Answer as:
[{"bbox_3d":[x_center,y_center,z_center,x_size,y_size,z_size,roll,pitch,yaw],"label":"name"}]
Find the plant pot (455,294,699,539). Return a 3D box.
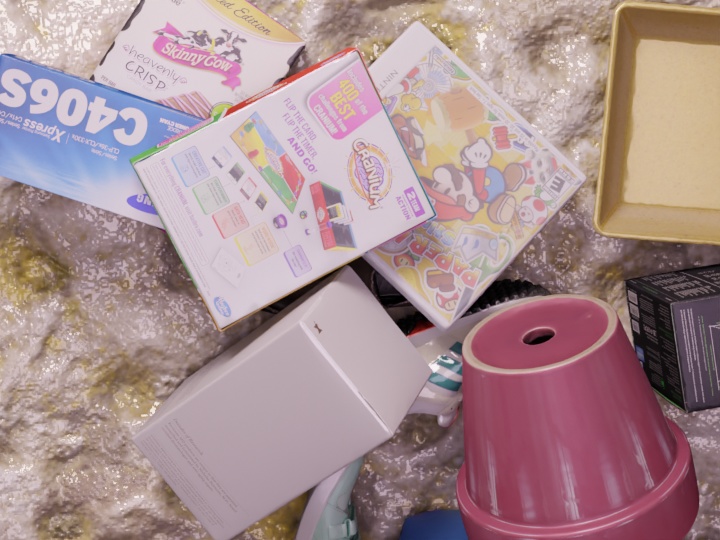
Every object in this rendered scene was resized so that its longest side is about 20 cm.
[{"bbox_3d":[0.163,0.127,1.333,0.200,0.200,0.179,-17,114,-1],"label":"plant pot"}]

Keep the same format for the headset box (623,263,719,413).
[{"bbox_3d":[0.340,0.043,1.366,0.200,0.174,0.093,-10,97,-3],"label":"headset box"}]

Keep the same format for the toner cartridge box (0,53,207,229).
[{"bbox_3d":[-0.206,-0.100,1.326,0.200,0.043,0.095,18,97,-5],"label":"toner cartridge box"}]

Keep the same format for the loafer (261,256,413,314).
[{"bbox_3d":[0.000,0.000,1.395,0.200,0.071,0.073,-8,97,-2],"label":"loafer"}]

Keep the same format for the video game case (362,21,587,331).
[{"bbox_3d":[0.059,-0.081,1.373,0.200,0.023,0.182,43,77,3],"label":"video game case"}]

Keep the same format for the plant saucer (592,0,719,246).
[{"bbox_3d":[0.302,-0.123,1.407,0.200,0.048,0.200,5,96,-3],"label":"plant saucer"}]

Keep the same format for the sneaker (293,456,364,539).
[{"bbox_3d":[0.000,0.243,1.421,0.118,0.074,0.201,17,105,2],"label":"sneaker"}]

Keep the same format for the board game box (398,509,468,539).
[{"bbox_3d":[0.096,0.286,1.389,0.158,0.200,0.039,18,124,4],"label":"board game box"}]

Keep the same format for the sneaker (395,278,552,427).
[{"bbox_3d":[0.080,0.079,1.415,0.199,0.070,0.094,-23,104,2],"label":"sneaker"}]

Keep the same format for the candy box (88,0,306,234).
[{"bbox_3d":[-0.154,-0.145,1.375,0.136,0.061,0.200,33,94,-6],"label":"candy box"}]

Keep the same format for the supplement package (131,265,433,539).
[{"bbox_3d":[-0.063,0.111,1.344,0.200,0.121,0.120,-35,97,28],"label":"supplement package"}]

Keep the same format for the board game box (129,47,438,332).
[{"bbox_3d":[-0.060,-0.065,1.303,0.200,0.040,0.153,-27,103,-5],"label":"board game box"}]
